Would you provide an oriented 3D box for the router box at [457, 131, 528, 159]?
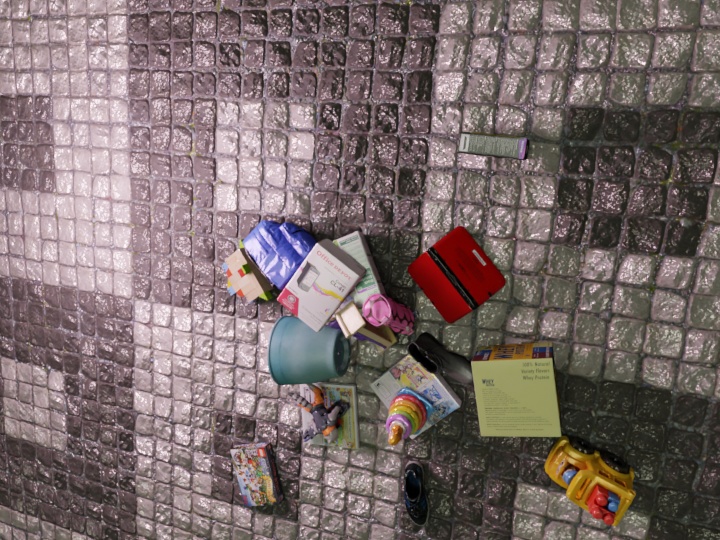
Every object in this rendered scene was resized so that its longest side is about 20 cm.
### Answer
[{"bbox_3d":[0.320,-0.295,1.244,0.148,0.200,0.051,11,105,17],"label":"router box"}]

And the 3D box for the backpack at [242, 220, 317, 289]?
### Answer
[{"bbox_3d":[-0.220,-0.058,1.503,0.200,0.162,0.168,44,96,20],"label":"backpack"}]

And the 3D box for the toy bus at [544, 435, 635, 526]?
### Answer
[{"bbox_3d":[0.568,0.533,1.299,0.199,0.192,0.136,26,108,15],"label":"toy bus"}]

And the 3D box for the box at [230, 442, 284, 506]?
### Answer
[{"bbox_3d":[-0.340,0.672,1.726,0.136,0.038,0.201,-12,95,21],"label":"box"}]

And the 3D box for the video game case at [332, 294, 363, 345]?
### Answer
[{"bbox_3d":[-0.040,0.103,1.533,0.182,0.024,0.200,46,111,8],"label":"video game case"}]

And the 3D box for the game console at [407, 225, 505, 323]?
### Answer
[{"bbox_3d":[0.257,0.013,1.415,0.172,0.119,0.200,-37,85,-10],"label":"game console"}]

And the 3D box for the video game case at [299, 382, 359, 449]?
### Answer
[{"bbox_3d":[-0.095,0.442,1.610,0.181,0.023,0.201,-1,98,20],"label":"video game case"}]

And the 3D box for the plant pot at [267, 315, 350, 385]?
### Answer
[{"bbox_3d":[-0.136,0.231,1.492,0.187,0.200,0.201,-1,99,20],"label":"plant pot"}]

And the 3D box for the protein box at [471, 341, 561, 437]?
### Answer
[{"bbox_3d":[0.403,0.304,1.348,0.198,0.135,0.201,-7,97,21],"label":"protein box"}]

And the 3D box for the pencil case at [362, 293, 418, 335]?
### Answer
[{"bbox_3d":[0.081,0.121,1.398,0.091,0.200,0.094,-33,66,16],"label":"pencil case"}]

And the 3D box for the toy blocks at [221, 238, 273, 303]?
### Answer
[{"bbox_3d":[-0.358,0.025,1.607,0.136,0.100,0.201,-33,86,33],"label":"toy blocks"}]

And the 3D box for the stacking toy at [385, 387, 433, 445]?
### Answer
[{"bbox_3d":[0.108,0.407,1.388,0.110,0.200,0.116,33,110,12],"label":"stacking toy"}]

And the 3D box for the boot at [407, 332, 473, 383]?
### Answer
[{"bbox_3d":[0.217,0.254,1.408,0.200,0.132,0.070,33,107,12],"label":"boot"}]

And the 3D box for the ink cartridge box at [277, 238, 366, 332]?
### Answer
[{"bbox_3d":[-0.103,0.039,1.392,0.147,0.086,0.200,38,108,4],"label":"ink cartridge box"}]

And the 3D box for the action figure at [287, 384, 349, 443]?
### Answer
[{"bbox_3d":[-0.141,0.439,1.562,0.194,0.105,0.200,46,108,18],"label":"action figure"}]

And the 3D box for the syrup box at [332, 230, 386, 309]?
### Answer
[{"bbox_3d":[0.000,0.000,1.453,0.078,0.081,0.201,-21,84,10],"label":"syrup box"}]

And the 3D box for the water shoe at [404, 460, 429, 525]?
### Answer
[{"bbox_3d":[0.153,0.661,1.526,0.071,0.079,0.201,-6,97,21],"label":"water shoe"}]

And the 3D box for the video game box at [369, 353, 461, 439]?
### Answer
[{"bbox_3d":[0.155,0.349,1.492,0.182,0.047,0.200,-41,85,23],"label":"video game box"}]

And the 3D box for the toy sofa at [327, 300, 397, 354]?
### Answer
[{"bbox_3d":[0.006,0.167,1.425,0.097,0.200,0.083,-39,55,11],"label":"toy sofa"}]
